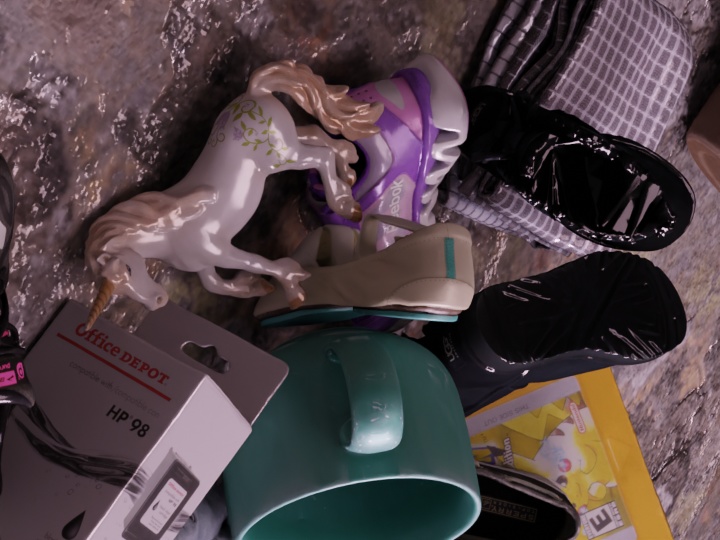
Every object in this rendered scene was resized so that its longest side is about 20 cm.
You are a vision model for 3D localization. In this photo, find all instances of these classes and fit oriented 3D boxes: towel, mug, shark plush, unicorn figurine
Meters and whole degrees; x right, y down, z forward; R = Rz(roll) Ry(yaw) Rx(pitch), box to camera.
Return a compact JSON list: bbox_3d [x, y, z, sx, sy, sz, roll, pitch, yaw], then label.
[{"bbox_3d":[0.147,-0.113,1.293,0.165,0.085,0.201,23,92,-56],"label":"towel"},{"bbox_3d":[-0.001,0.097,1.099,0.151,0.115,0.185,15,142,-38],"label":"mug"},{"bbox_3d":[-0.101,0.162,1.136,0.091,0.083,0.200,-41,153,-6],"label":"shark plush"},{"bbox_3d":[-0.077,-0.032,1.046,0.137,0.074,0.201,32,77,-34],"label":"unicorn figurine"}]

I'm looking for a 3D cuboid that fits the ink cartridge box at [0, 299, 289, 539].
[{"bbox_3d":[-0.144,0.097,1.005,0.201,0.115,0.067,-55,144,-15],"label":"ink cartridge box"}]

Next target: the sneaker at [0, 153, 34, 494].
[{"bbox_3d":[-0.194,0.030,0.921,0.077,0.083,0.201,-21,127,-47],"label":"sneaker"}]

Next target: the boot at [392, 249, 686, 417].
[{"bbox_3d":[0.098,0.054,1.229,0.199,0.168,0.077,-8,75,-38],"label":"boot"}]

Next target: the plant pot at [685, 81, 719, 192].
[{"bbox_3d":[0.370,-0.128,1.521,0.174,0.200,0.200,-42,144,-1],"label":"plant pot"}]

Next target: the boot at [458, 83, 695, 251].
[{"bbox_3d":[0.152,-0.053,1.146,0.197,0.162,0.074,26,96,-19],"label":"boot"}]

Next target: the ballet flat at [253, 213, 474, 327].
[{"bbox_3d":[0.000,0.000,1.097,0.069,0.199,0.070,2,86,-36],"label":"ballet flat"}]

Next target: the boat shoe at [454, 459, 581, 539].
[{"bbox_3d":[0.054,0.154,1.257,0.064,0.198,0.071,-171,-90,-84],"label":"boat shoe"}]

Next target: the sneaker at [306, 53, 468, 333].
[{"bbox_3d":[0.003,-0.043,1.157,0.088,0.081,0.201,-12,133,-26],"label":"sneaker"}]

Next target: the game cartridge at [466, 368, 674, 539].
[{"bbox_3d":[0.107,0.160,1.308,0.199,0.032,0.178,-22,93,-8],"label":"game cartridge"}]
